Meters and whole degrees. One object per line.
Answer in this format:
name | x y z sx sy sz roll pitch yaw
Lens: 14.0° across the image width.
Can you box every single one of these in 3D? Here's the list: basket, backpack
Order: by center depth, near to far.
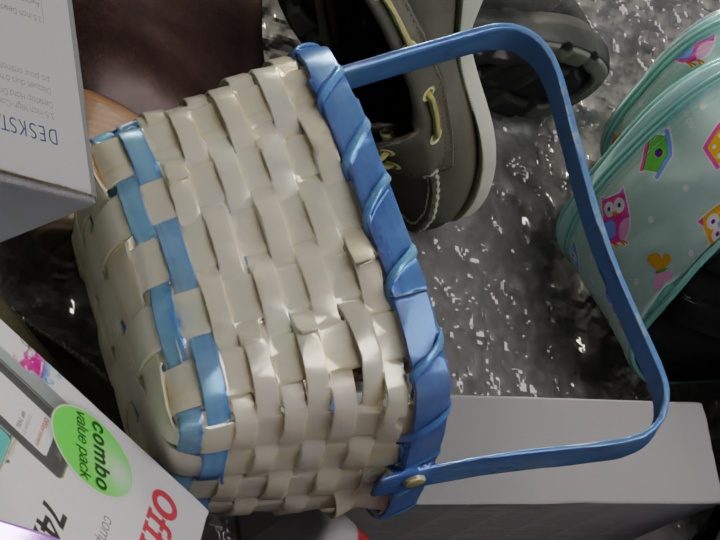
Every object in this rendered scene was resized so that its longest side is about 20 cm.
basket | 0.000 0.000 1.086 0.199 0.139 0.177 -12 66 -11
backpack | 0.190 -0.032 1.333 0.199 0.176 0.154 -8 60 -42

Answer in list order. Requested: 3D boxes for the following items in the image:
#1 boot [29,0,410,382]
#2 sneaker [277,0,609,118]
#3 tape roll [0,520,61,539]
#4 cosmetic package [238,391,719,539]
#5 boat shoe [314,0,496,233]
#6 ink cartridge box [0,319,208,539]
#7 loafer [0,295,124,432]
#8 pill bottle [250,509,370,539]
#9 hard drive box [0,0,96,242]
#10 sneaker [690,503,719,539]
boot | -0.047 -0.056 1.216 0.199 0.072 0.167 26 55 -30
sneaker | 0.029 -0.128 1.315 0.200 0.075 0.080 19 47 -46
tape roll | -0.129 0.172 0.883 0.200 0.200 0.066 43 25 -17
cosmetic package | 0.050 0.085 1.227 0.199 0.082 0.051 4 66 -39
boat shoe | 0.014 -0.081 1.225 0.060 0.202 0.072 -36 58 -21
ink cartridge box | -0.176 0.093 0.967 0.200 0.146 0.147 44 24 -17
loafer | -0.159 0.034 1.086 0.199 0.070 0.076 28 55 -27
pill bottle | 0.015 0.198 1.127 0.200 0.114 0.114 48 49 -13
hard drive box | -0.170 -0.117 0.928 0.156 0.077 0.201 15 61 -53
sneaker | 0.191 0.145 1.292 0.099 0.200 0.071 22 79 13
